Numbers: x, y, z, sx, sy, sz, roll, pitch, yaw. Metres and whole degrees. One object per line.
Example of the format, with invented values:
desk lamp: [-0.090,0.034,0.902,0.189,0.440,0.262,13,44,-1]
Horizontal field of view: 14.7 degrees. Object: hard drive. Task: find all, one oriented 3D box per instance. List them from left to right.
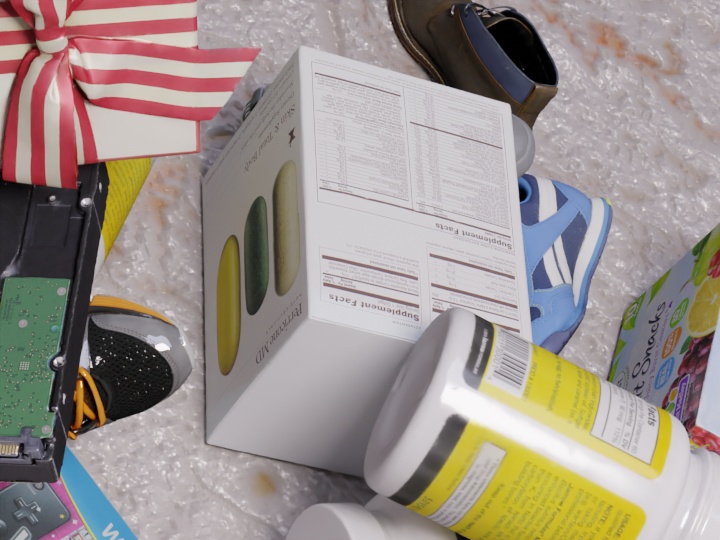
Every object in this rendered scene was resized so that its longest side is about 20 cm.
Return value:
hard drive: [-0.217,0.020,1.505,0.139,0.038,0.201,1,55,6]

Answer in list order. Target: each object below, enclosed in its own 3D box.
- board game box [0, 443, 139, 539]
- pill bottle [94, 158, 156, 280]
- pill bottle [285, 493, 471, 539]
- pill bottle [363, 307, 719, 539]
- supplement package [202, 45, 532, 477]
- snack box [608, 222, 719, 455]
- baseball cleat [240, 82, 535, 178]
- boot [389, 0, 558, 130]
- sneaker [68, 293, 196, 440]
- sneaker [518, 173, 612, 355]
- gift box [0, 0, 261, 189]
board game box: [-0.199,0.199,1.494,0.200,0.064,0.148,-29,76,-44]
pill bottle: [-0.191,-0.047,1.645,0.111,0.111,0.200,30,46,-10]
pill bottle: [0.060,0.183,1.634,0.199,0.116,0.116,2,57,-30]
pill bottle: [0.113,0.113,1.559,0.199,0.114,0.115,27,47,-8]
supplement package: [0.000,0.000,1.703,0.150,0.152,0.201,14,52,-23]
snack box: [0.210,0.071,1.791,0.053,0.142,0.200,30,46,-11]
baseball cleat: [0.025,-0.090,1.801,0.199,0.106,0.070,1,76,-12]
boot: [0.083,-0.167,1.918,0.074,0.097,0.201,-2,59,-33]
sneaker: [-0.187,0.073,1.530,0.199,0.078,0.077,-14,32,5]
sneaker: [0.105,0.011,1.822,0.082,0.074,0.200,29,40,-8]
gift box: [-0.165,-0.163,1.525,0.199,0.185,0.187,-10,26,-8]
